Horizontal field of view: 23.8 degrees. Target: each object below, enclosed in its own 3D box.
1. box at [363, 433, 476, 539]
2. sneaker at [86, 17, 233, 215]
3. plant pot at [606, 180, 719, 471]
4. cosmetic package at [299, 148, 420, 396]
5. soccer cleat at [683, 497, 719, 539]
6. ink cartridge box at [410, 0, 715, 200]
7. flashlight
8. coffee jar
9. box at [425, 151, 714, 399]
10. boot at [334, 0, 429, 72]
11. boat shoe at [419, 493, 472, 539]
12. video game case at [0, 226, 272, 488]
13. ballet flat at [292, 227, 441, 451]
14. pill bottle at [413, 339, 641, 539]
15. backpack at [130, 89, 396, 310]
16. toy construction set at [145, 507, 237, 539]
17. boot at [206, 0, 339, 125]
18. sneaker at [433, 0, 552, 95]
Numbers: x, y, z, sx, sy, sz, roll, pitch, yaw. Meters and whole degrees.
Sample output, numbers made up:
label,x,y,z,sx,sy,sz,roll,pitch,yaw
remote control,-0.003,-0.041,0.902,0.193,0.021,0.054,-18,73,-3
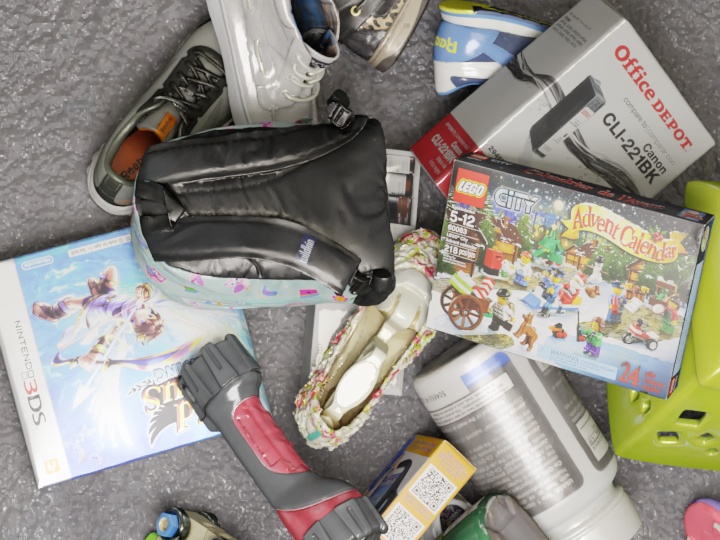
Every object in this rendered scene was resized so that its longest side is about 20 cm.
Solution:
label,x,y,z,sx,sy,sz,roll,pitch,yaw
box,0.004,0.219,1.367,0.041,0.119,0.200,44,81,-5
sneaker,-0.143,-0.129,1.381,0.074,0.079,0.201,38,78,-5
plant pot,0.318,0.041,1.371,0.196,0.182,0.202,7,66,-11
cosmetic package,0.000,0.000,1.413,0.081,0.051,0.203,5,86,-9
soccer cleat,0.355,0.265,1.462,0.200,0.067,0.076,47,50,1
ink cartridge box,0.164,-0.101,1.385,0.200,0.084,0.144,-41,117,5
flashlight,-0.060,0.138,1.308,0.067,0.068,0.201,-25,66,-28
coffee jar,0.063,0.269,1.350,0.200,0.085,0.105,-41,88,28
box,0.155,0.002,1.293,0.198,0.038,0.138,16,109,21
boot,0.001,-0.285,1.421,0.149,0.073,0.202,25,88,-7
boat shoe,0.117,0.266,1.410,0.072,0.068,0.201,-30,92,-10
video game case,-0.188,0.060,1.381,0.198,0.045,0.184,-16,91,-10
ballet flat,0.018,0.056,1.356,0.075,0.064,0.201,31,82,-8
pill bottle,0.139,0.145,1.398,0.113,0.114,0.201,-32,92,-10
backpack,-0.078,-0.037,1.320,0.197,0.127,0.169,-3,67,-8
toy construction set,-0.135,0.263,1.338,0.198,0.092,0.133,22,93,30
boot,-0.056,-0.160,1.360,0.073,0.095,0.202,-38,119,-38
sneaker,0.149,-0.168,1.439,0.198,0.074,0.083,13,101,-15
